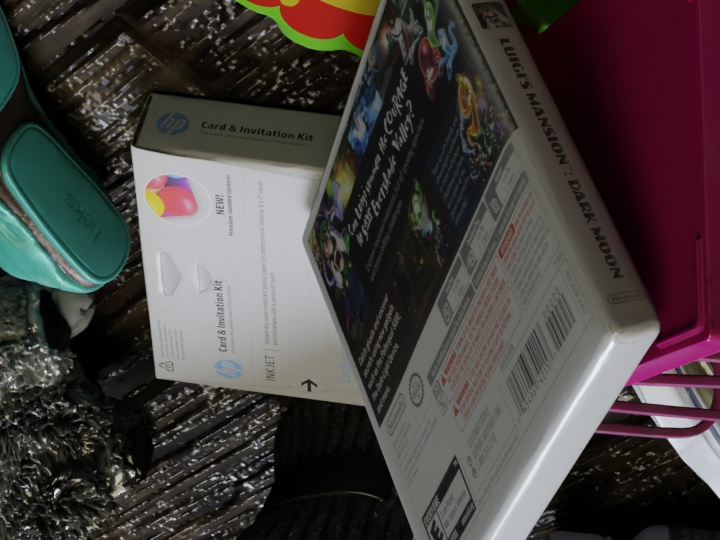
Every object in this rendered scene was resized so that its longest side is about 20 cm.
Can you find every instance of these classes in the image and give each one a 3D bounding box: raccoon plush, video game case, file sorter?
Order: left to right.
[{"bbox_3d":[-0.192,0.089,0.874,0.134,0.200,0.097,46,161,-30],"label":"raccoon plush"},{"bbox_3d":[0.034,0.001,0.657,0.023,0.183,0.200,-10,148,-21],"label":"video game case"},{"bbox_3d":[0.127,-0.019,0.651,0.125,0.140,0.200,5,165,-18],"label":"file sorter"}]

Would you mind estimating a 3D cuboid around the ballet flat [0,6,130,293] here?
[{"bbox_3d":[-0.174,-0.065,0.783,0.070,0.068,0.201,1,136,33],"label":"ballet flat"}]

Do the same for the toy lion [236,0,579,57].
[{"bbox_3d":[0.037,-0.136,0.665,0.199,0.069,0.192,27,142,-16],"label":"toy lion"}]

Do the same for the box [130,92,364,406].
[{"bbox_3d":[0.000,0.000,0.825,0.199,0.041,0.156,6,136,5],"label":"box"}]

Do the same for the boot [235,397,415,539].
[{"bbox_3d":[-0.051,0.148,0.908,0.210,0.159,0.079,-19,140,26],"label":"boot"}]

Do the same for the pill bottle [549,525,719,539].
[{"bbox_3d":[0.193,0.194,0.930,0.199,0.114,0.114,6,137,8],"label":"pill bottle"}]

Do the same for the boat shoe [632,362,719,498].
[{"bbox_3d":[0.177,0.066,0.845,0.062,0.072,0.200,-36,126,10],"label":"boat shoe"}]
